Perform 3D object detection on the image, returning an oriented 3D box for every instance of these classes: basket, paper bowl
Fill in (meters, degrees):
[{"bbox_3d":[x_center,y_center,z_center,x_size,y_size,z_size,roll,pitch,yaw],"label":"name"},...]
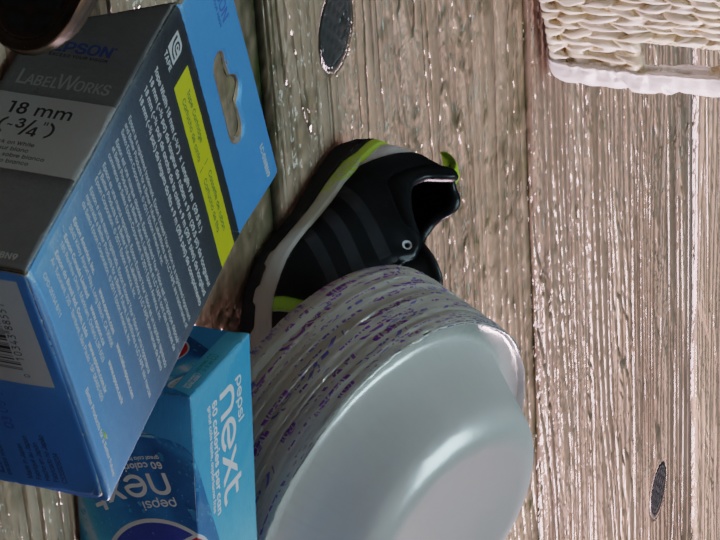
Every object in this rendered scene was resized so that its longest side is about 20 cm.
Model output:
[{"bbox_3d":[0.224,-0.234,1.906,0.161,0.197,0.201,65,39,-51],"label":"basket"},{"bbox_3d":[0.009,0.107,1.493,0.200,0.104,0.201,-37,146,-30],"label":"paper bowl"}]

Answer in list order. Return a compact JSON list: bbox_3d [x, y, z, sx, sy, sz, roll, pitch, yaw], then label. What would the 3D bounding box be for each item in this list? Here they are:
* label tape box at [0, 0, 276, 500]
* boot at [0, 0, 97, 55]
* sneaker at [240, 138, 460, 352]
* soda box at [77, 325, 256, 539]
[{"bbox_3d":[-0.111,-0.026,1.256,0.145,0.063,0.200,77,29,-45],"label":"label tape box"},{"bbox_3d":[-0.098,-0.168,1.213,0.097,0.074,0.201,46,54,-63],"label":"boot"},{"bbox_3d":[0.000,0.000,1.548,0.072,0.082,0.200,77,29,-46],"label":"sneaker"},{"bbox_3d":[-0.090,0.127,1.385,0.068,0.064,0.201,-49,143,-56],"label":"soda box"}]
